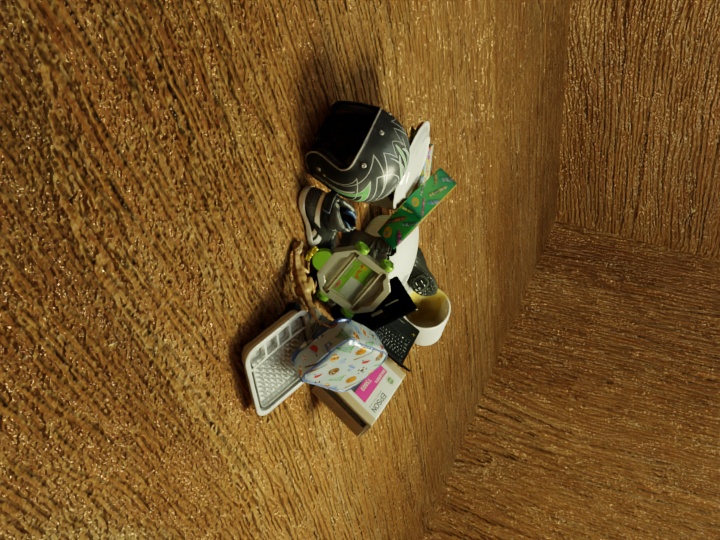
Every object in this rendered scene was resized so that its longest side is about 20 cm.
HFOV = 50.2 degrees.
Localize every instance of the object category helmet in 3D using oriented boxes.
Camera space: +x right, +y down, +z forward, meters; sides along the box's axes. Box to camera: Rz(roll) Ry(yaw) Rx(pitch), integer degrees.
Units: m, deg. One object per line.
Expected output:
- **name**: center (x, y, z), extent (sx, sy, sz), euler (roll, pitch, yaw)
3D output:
- **helmet**: center (0.006, -0.232, 1.531), extent (0.200, 0.189, 0.202), euler (-49, 148, -46)

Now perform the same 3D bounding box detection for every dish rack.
- **dish rack**: center (-0.169, 0.180, 1.555), extent (0.171, 0.043, 0.202), euler (-39, 142, -32)

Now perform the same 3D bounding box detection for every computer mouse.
- **computer mouse**: center (-0.123, 0.073, 1.642), extent (0.201, 0.034, 0.059), euler (-59, 153, -33)

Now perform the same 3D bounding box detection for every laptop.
- **laptop**: center (0.068, 0.144, 1.897), extent (0.103, 0.177, 0.201), euler (-44, -171, 48)
- **laptop**: center (0.029, 0.099, 1.757), extent (0.176, 0.201, 0.104), euler (-26, 129, -3)

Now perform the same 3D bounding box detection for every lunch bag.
- **lunch bag**: center (-0.046, 0.179, 1.587), extent (0.160, 0.076, 0.200), euler (-39, 147, 14)

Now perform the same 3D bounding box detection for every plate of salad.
- **plate of salad**: center (0.103, -0.232, 1.676), extent (0.200, 0.048, 0.202), euler (23, 89, -80)

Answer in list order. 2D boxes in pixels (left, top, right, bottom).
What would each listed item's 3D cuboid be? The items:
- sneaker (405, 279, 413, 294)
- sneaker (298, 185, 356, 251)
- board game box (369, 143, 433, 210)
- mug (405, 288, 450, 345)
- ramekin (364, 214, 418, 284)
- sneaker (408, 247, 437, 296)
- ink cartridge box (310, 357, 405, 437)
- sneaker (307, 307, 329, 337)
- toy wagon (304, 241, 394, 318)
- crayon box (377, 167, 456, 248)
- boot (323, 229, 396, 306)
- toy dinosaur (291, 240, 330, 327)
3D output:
- **sneaker**: center (0.092, 0.055, 2.115), extent (0.201, 0.074, 0.083), euler (-58, 138, -45)
- **sneaker**: center (-0.054, -0.088, 1.592), extent (0.074, 0.111, 0.201), euler (-62, 155, -24)
- **board game box**: center (0.085, -0.234, 1.833), extent (0.200, 0.104, 0.104), euler (-41, 142, -51)
- **mug**: center (0.202, 0.135, 2.320), extent (0.187, 0.148, 0.154), euler (-53, 159, -27)
- **ramekin**: center (0.066, -0.045, 1.928), extent (0.203, 0.093, 0.205), euler (-48, 146, -48)
- **sneaker**: center (0.154, -0.016, 2.101), extent (0.201, 0.075, 0.091), euler (54, 36, -24)
- **ink cartridge box**: center (-0.002, 0.275, 1.886), extent (0.075, 0.165, 0.200), euler (-46, -178, 43)
- **sneaker**: center (-0.100, 0.175, 1.668), extent (0.077, 0.085, 0.201), euler (-49, 162, -45)
- **toy wagon**: center (-0.030, 0.007, 1.645), extent (0.155, 0.199, 0.040), euler (-49, -162, 21)
- **crayon box**: center (0.132, -0.144, 1.765), extent (0.119, 0.058, 0.200), euler (-47, 178, 42)
- **boot**: center (0.000, 0.000, 1.755), extent (0.202, 0.129, 0.068), euler (-68, 157, -14)
- **toy dinosaur**: center (-0.114, 0.042, 1.560), extent (0.106, 0.060, 0.202), euler (84, -13, -74)
